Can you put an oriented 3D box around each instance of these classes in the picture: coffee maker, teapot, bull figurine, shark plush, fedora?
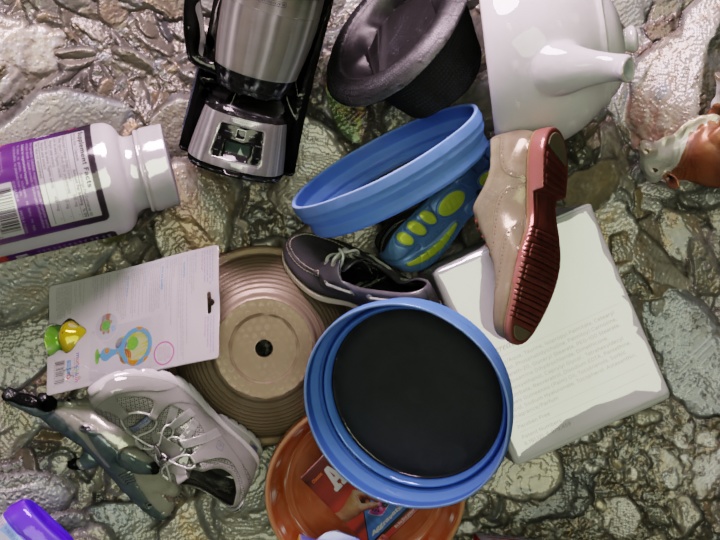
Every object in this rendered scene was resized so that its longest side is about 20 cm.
[{"bbox_3d":[-0.090,-0.200,1.546,0.134,0.192,0.201,22,110,18],"label":"coffee maker"},{"bbox_3d":[0.190,-0.213,1.510,0.145,0.198,0.201,-7,64,5],"label":"teapot"},{"bbox_3d":[0.379,-0.123,1.607,0.199,0.065,0.122,17,121,-11],"label":"bull figurine"},{"bbox_3d":[-0.267,0.176,1.572,0.199,0.091,0.084,22,120,-9],"label":"shark plush"},{"bbox_3d":[0.059,-0.217,1.555,0.201,0.201,0.092,-47,120,-3],"label":"fedora"}]

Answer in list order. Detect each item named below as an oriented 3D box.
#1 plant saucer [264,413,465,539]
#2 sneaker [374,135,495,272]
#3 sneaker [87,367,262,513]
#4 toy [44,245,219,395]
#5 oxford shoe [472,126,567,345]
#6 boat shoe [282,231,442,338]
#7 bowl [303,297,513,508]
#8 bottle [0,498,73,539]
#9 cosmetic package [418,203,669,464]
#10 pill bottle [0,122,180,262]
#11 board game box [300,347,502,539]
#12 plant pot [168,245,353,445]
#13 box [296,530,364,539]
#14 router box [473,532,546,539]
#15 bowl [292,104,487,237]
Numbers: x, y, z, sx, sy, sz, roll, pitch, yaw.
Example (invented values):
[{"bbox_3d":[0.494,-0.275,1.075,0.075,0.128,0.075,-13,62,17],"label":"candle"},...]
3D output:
[{"bbox_3d":[0.005,0.217,1.583,0.199,0.032,0.201,0,106,-1],"label":"plant saucer"},{"bbox_3d":[0.092,-0.075,1.591,0.199,0.083,0.071,-39,115,-17],"label":"sneaker"},{"bbox_3d":[-0.173,0.161,1.511,0.200,0.082,0.075,32,130,-28],"label":"sneaker"},{"bbox_3d":[-0.215,0.054,1.552,0.199,0.047,0.116,-12,66,21],"label":"toy"},{"bbox_3d":[0.139,-0.031,1.444,0.074,0.070,0.201,2,74,32],"label":"oxford shoe"},{"bbox_3d":[0.000,0.000,1.510,0.073,0.063,0.200,-36,48,-29],"label":"boat shoe"},{"bbox_3d":[0.046,0.118,1.448,0.200,0.039,0.202,7,111,20],"label":"bowl"},{"bbox_3d":[-0.373,0.320,1.561,0.084,0.065,0.200,44,87,-4],"label":"bottle"},{"bbox_3d":[0.173,0.059,1.549,0.166,0.167,0.201,-23,92,-3],"label":"cosmetic package"},{"bbox_3d":[-0.282,-0.081,1.547,0.199,0.111,0.112,-13,91,-4],"label":"pill bottle"},{"bbox_3d":[0.039,0.170,1.502,0.103,0.019,0.200,45,118,5],"label":"board game box"},{"bbox_3d":[-0.094,0.075,1.569,0.200,0.093,0.202,0,90,-5],"label":"plant pot"},{"bbox_3d":[-0.031,0.354,1.579,0.119,0.041,0.201,19,97,-7],"label":"box"},{"bbox_3d":[0.217,0.302,1.545,0.199,0.179,0.049,7,89,-3],"label":"router box"},{"bbox_3d":[0.031,-0.094,1.519,0.200,0.201,0.039,-30,103,-3],"label":"bowl"}]
